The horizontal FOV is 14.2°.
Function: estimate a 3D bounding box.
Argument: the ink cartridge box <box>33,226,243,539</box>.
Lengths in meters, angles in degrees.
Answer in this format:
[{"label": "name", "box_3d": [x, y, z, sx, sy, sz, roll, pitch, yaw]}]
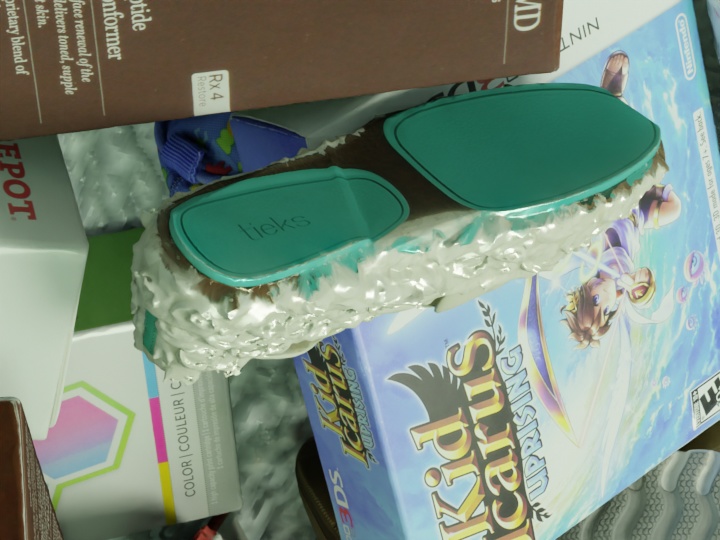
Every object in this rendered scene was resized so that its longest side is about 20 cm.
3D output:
[{"label": "ink cartridge box", "box_3d": [-0.149, 0.055, 1.070, 0.200, 0.059, 0.104, -11, 129, -9]}]

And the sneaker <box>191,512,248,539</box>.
[{"label": "sneaker", "box_3d": [-0.028, 0.153, 1.079, 0.115, 0.200, 0.078, 33, 103, 0]}]

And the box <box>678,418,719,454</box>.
[{"label": "box", "box_3d": [0.153, 0.122, 1.185, 0.163, 0.021, 0.200, 29, 139, -31]}]

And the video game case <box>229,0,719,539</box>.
[{"label": "video game case", "box_3d": [0.056, -0.002, 1.029, 0.181, 0.045, 0.200, -31, 121, -30]}]

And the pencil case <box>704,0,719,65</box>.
[{"label": "pencil case", "box_3d": [0.172, -0.051, 1.060, 0.083, 0.091, 0.200, 4, 123, 30]}]

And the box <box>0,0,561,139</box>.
[{"label": "box", "box_3d": [-0.039, -0.106, 0.901, 0.200, 0.075, 0.100, -9, 143, -6]}]

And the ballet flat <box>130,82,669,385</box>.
[{"label": "ballet flat", "box_3d": [0.007, -0.011, 0.922, 0.200, 0.072, 0.072, -16, 132, -34]}]

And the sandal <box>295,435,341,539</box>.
[{"label": "sandal", "box_3d": [0.021, 0.128, 1.085, 0.080, 0.200, 0.054, -7, 122, -10]}]

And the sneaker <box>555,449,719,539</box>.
[{"label": "sneaker", "box_3d": [0.171, 0.123, 1.099, 0.200, 0.075, 0.082, 11, 158, 7]}]

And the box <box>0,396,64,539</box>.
[{"label": "box", "box_3d": [-0.150, 0.110, 0.970, 0.100, 0.075, 0.200, -4, 156, -3]}]

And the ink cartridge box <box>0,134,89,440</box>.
[{"label": "ink cartridge box", "box_3d": [-0.200, -0.022, 0.943, 0.200, 0.146, 0.083, 3, 125, -20]}]

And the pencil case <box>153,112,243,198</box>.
[{"label": "pencil case", "box_3d": [0.000, 0.000, 1.064, 0.087, 0.078, 0.200, -45, 128, -12]}]
